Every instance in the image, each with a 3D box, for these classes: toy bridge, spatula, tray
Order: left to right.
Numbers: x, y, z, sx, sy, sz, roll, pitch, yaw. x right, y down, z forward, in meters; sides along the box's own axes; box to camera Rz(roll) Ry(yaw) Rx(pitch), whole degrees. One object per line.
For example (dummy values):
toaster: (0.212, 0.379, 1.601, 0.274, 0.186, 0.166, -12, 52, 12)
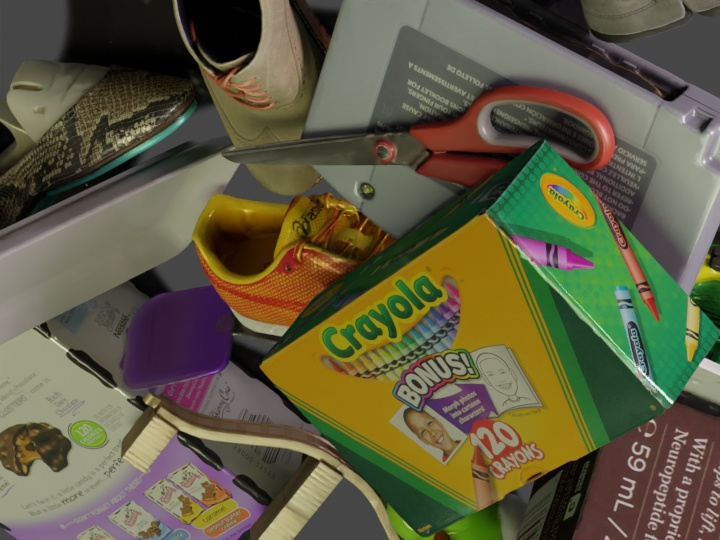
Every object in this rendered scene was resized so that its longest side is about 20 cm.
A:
tray: (-0.143, -0.011, 1.294, 0.022, 0.200, 0.108, 50, 139, 14)
toy bridge: (-0.033, 0.121, 1.397, 0.200, 0.027, 0.067, 36, 104, -15)
spatula: (-0.027, 0.032, 1.374, 0.199, 0.057, 0.021, -2, 150, 8)

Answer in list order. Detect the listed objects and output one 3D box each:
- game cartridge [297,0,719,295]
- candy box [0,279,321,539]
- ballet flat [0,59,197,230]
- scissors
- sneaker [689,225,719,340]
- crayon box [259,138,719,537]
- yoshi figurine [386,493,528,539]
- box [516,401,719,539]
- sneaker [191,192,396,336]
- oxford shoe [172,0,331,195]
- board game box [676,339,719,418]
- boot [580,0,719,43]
game cartridge: (0.071, -0.054, 1.203, 0.199, 0.042, 0.134, 30, 128, 16)
candy box: (-0.152, 0.086, 1.468, 0.200, 0.072, 0.168, 39, 135, -18)
ballet flat: (-0.164, -0.063, 1.331, 0.075, 0.068, 0.200, 48, 136, -10)
scissors: (0.023, -0.062, 1.200, 0.199, 0.014, 0.074, 15, 121, 25)
sneaker: (0.184, 0.012, 1.259, 0.199, 0.078, 0.085, 22, 146, 15)
crayon box: (0.055, 0.036, 1.198, 0.119, 0.058, 0.200, 46, 142, -7)
yoshi figurine: (0.088, 0.143, 1.431, 0.200, 0.113, 0.112, 40, 178, -38)
box: (0.171, 0.179, 1.269, 0.199, 0.167, 0.164, 21, 160, -4)
sneaker: (0.000, 0.000, 1.298, 0.199, 0.073, 0.077, 2, 143, 31)
oxford shoe: (-0.057, -0.102, 1.232, 0.070, 0.075, 0.201, 2, 134, 20)
board game box: (0.207, 0.094, 1.299, 0.199, 0.026, 0.200, 24, 159, -9)
boot: (0.079, -0.148, 1.139, 0.199, 0.070, 0.132, -5, 136, 33)
